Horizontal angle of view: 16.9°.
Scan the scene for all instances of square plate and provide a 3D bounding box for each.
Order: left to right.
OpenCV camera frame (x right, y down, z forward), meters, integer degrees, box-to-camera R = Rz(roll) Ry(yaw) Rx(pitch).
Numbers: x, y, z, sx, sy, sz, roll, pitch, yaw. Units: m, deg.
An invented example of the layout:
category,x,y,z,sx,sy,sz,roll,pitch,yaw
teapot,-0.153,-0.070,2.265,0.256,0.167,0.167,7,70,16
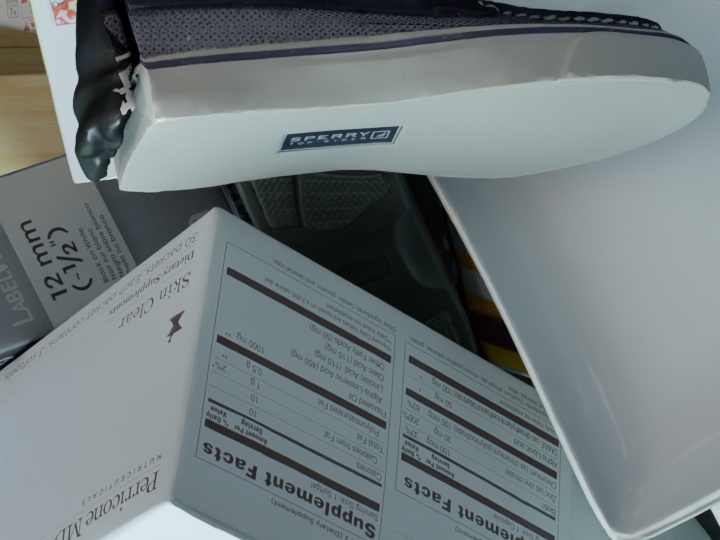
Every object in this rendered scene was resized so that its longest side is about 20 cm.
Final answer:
category,x,y,z,sx,sy,sz,roll,pitch,yaw
square plate,0.125,-0.040,0.783,0.198,0.028,0.200,-26,74,-2

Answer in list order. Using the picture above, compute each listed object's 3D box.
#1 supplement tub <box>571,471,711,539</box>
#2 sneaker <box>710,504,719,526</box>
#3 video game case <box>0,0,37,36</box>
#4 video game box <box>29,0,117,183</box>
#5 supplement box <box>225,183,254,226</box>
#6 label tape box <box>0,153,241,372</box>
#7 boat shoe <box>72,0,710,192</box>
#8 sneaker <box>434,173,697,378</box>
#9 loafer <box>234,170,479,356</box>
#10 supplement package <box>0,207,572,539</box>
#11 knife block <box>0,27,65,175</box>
category,x,y,z,sx,sy,sz,roll,pitch,yaw
supplement tub,0.035,0.164,0.902,0.200,0.132,0.132,-32,75,41
sneaker,0.169,0.133,0.815,0.200,0.075,0.081,59,144,24
video game case,-0.127,-0.161,1.071,0.200,0.036,0.182,-1,96,44
video game box,-0.074,-0.146,0.843,0.047,0.200,0.183,-9,107,14
supplement box,-0.065,0.026,0.985,0.111,0.085,0.200,57,139,18
label tape box,-0.156,0.023,0.864,0.143,0.200,0.066,-35,82,49
boat shoe,0.007,-0.081,0.734,0.075,0.199,0.093,129,134,-60
sneaker,0.051,-0.018,0.855,0.200,0.075,0.090,54,136,22
loafer,0.000,0.000,0.844,0.063,0.072,0.200,-93,-8,-54
supplement package,-0.053,0.098,0.801,0.200,0.156,0.111,-35,37,39
knife block,-0.201,-0.053,1.015,0.200,0.175,0.064,15,116,39
